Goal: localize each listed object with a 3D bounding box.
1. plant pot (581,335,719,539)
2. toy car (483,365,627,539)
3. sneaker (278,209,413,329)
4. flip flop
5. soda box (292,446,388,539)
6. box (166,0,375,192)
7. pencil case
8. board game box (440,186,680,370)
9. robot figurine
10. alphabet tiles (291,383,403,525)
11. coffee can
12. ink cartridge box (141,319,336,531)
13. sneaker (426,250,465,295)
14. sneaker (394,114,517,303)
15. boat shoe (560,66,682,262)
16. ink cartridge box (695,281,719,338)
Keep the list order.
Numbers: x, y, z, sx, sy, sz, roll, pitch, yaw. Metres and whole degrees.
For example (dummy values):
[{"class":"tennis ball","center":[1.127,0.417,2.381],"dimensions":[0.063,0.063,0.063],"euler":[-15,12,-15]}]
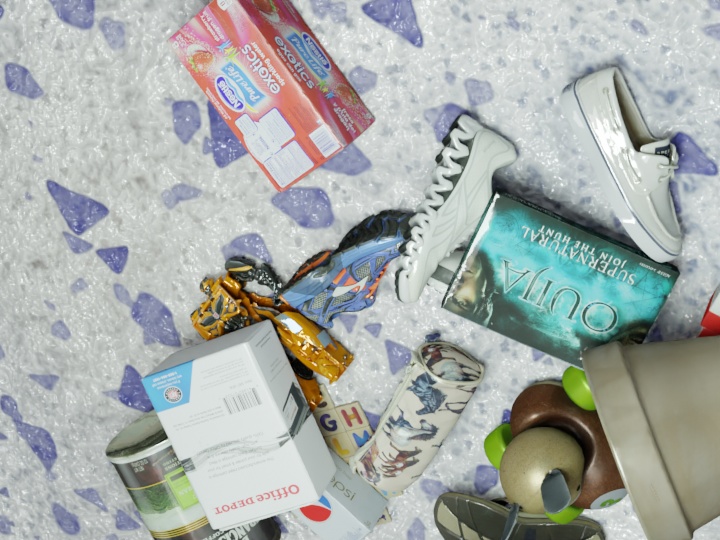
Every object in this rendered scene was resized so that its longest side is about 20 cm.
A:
[{"class":"plant pot","center":[0.319,0.140,1.141],"dimensions":[0.173,0.200,0.200],"euler":[-21,105,12]},{"class":"toy car","center":[0.207,0.217,1.288],"dimensions":[0.158,0.200,0.164],"euler":[43,123,0]},{"class":"sneaker","center":[0.000,0.000,1.359],"dimensions":[0.078,0.075,0.200],"euler":[46,131,-14]},{"class":"flip flop","center":[0.183,0.296,1.428],"dimensions":[0.199,0.058,0.081],"euler":[7,113,4]},{"class":"soda box","center":[-0.066,0.248,1.493],"dimensions":[0.200,0.068,0.064],"euler":[43,122,-1]},{"class":"box","center":[-0.091,-0.197,1.280],"dimensions":[0.100,0.095,0.200],"euler":[-33,98,32]},{"class":"pencil case","center":[0.059,0.167,1.399],"dimensions":[0.089,0.078,0.200],"euler":[20,123,-12]},{"class":"board game box","center":[0.197,0.018,1.229],"dimensions":[0.200,0.028,0.135],"euler":[23,109,-2]},{"class":"robot figurine","center":[-0.113,0.078,1.444],"dimensions":[0.200,0.058,0.145],"euler":[38,121,2]},{"class":"alphabet tiles","center":[-0.044,0.237,1.522],"dimensions":[0.166,0.006,0.200],"euler":[-18,106,30]},{"class":"coffee can","center":[-0.207,0.276,1.530],"dimensions":[0.146,0.146,0.200],"euler":[-18,106,29]},{"class":"ink cartridge box","center":[-0.136,0.178,1.403],"dimensions":[0.144,0.084,0.200],"euler":[-19,101,21]},{"class":"sneaker","center":[0.157,-0.002,1.287],"dimensions":[0.200,0.074,0.080],"euler":[12,115,8]},{"class":"sneaker","center":[0.094,-0.054,1.248],"dimensions":[0.081,0.075,0.200],"euler":[24,91,-5]},{"class":"boat shoe","center":[0.270,-0.103,1.186],"dimensions":[0.070,0.071,0.200],"euler":[-26,95,34]},{"class":"ink cartridge box","center":[0.409,0.022,1.183],"dimensions":[0.116,0.067,0.200],"euler":[28,122,9]}]
